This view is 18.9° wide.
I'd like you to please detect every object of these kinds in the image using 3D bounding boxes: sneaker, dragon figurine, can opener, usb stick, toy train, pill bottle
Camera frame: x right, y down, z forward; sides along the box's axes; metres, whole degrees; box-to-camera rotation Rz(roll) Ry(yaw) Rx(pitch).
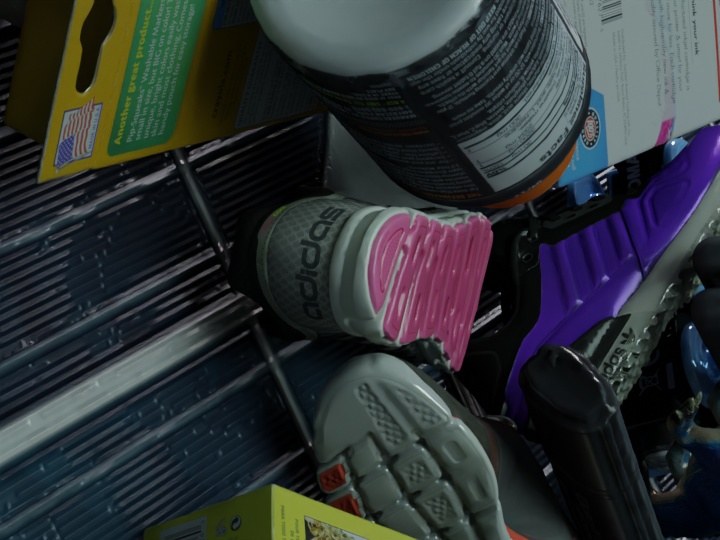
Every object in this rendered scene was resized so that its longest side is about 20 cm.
[{"bbox_3d":[0.041,0.094,0.970,0.200,0.077,0.082,55,26,-37],"label":"sneaker"},{"bbox_3d":[0.180,0.115,1.030,0.059,0.200,0.099,-27,68,-39],"label":"dragon figurine"},{"bbox_3d":[0.216,0.041,1.072,0.200,0.067,0.053,49,43,-58],"label":"can opener"},{"bbox_3d":[0.114,0.106,0.994,0.033,0.055,0.200,-38,139,-13],"label":"usb stick"},{"bbox_3d":[0.000,0.000,0.951,0.200,0.087,0.074,13,89,-72],"label":"sneaker"},{"bbox_3d":[0.170,0.018,1.160,0.114,0.087,0.200,31,50,-49],"label":"toy train"},{"bbox_3d":[0.035,-0.091,0.905,0.200,0.106,0.106,45,36,-64],"label":"pill bottle"},{"bbox_3d":[0.113,-0.008,1.060,0.200,0.099,0.070,-54,164,-24],"label":"sneaker"}]

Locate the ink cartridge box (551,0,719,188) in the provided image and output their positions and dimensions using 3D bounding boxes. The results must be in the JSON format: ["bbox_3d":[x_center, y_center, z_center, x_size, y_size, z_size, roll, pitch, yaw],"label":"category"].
[{"bbox_3d":[0.129,-0.124,1.084,0.200,0.068,0.115,-23,113,-43],"label":"ink cartridge box"}]

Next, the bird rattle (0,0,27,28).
[{"bbox_3d":[-0.118,-0.173,0.863,0.200,0.113,0.163,-34,119,-53],"label":"bird rattle"}]

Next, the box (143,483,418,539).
[{"bbox_3d":[0.006,0.143,0.885,0.200,0.075,0.050,25,52,-43],"label":"box"}]

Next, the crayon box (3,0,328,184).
[{"bbox_3d":[-0.070,-0.116,0.868,0.200,0.052,0.126,-21,132,-55],"label":"crayon box"}]
